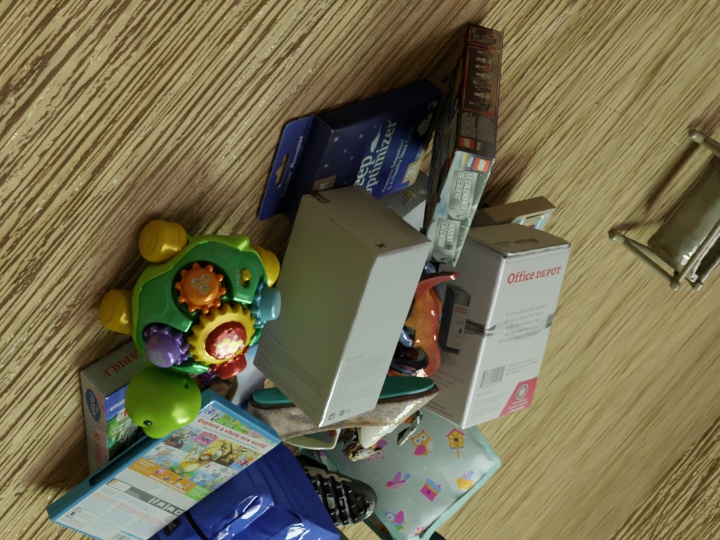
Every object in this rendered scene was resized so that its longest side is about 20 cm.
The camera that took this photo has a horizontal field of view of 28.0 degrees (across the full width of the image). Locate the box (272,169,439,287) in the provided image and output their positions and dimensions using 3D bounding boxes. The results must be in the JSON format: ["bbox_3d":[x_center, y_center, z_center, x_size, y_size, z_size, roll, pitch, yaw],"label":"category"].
[{"bbox_3d":[0.000,0.000,1.521,0.200,0.048,0.159,-38,154,-19],"label":"box"}]

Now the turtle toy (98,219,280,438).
[{"bbox_3d":[-0.147,0.053,1.265,0.145,0.101,0.200,15,116,-43],"label":"turtle toy"}]

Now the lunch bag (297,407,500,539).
[{"bbox_3d":[0.047,0.219,1.727,0.170,0.200,0.122,-39,161,-18],"label":"lunch bag"}]

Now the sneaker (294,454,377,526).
[{"bbox_3d":[-0.059,0.249,1.672,0.090,0.199,0.067,-33,115,-54],"label":"sneaker"}]

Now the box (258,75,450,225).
[{"bbox_3d":[-0.005,-0.110,1.376,0.200,0.032,0.121,-23,145,-40],"label":"box"}]

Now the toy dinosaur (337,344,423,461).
[{"bbox_3d":[0.034,0.119,1.644,0.200,0.136,0.102,-45,154,-6],"label":"toy dinosaur"}]

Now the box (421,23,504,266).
[{"bbox_3d":[0.097,-0.121,1.371,0.200,0.040,0.137,-81,-175,-46],"label":"box"}]

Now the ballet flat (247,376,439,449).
[{"bbox_3d":[-0.016,0.150,1.497,0.068,0.199,0.068,-90,176,-74],"label":"ballet flat"}]

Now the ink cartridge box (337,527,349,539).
[{"bbox_3d":[-0.083,0.396,1.849,0.145,0.145,0.200,-41,155,-17],"label":"ink cartridge box"}]

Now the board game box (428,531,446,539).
[{"bbox_3d":[0.055,0.377,1.775,0.135,0.028,0.200,-49,175,-6],"label":"board game box"}]

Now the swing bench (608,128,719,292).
[{"bbox_3d":[0.495,-0.081,2.092,0.199,0.130,0.200,-55,154,16],"label":"swing bench"}]

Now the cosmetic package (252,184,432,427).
[{"bbox_3d":[-0.020,0.033,1.367,0.081,0.113,0.201,-11,132,-44],"label":"cosmetic package"}]

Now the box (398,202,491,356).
[{"bbox_3d":[0.105,0.019,1.730,0.110,0.035,0.200,-30,150,-32],"label":"box"}]

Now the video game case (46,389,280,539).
[{"bbox_3d":[-0.190,0.200,1.418,0.200,0.018,0.143,-36,147,7],"label":"video game case"}]

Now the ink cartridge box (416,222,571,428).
[{"bbox_3d":[0.142,0.055,1.582,0.145,0.085,0.201,-9,118,-52],"label":"ink cartridge box"}]

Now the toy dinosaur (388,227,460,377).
[{"bbox_3d":[0.048,0.055,1.459,0.105,0.200,0.182,-27,119,-6],"label":"toy dinosaur"}]

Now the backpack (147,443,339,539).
[{"bbox_3d":[-0.158,0.279,1.558,0.200,0.163,0.168,-42,135,9],"label":"backpack"}]

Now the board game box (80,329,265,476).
[{"bbox_3d":[-0.179,0.119,1.420,0.200,0.041,0.200,-33,151,-28],"label":"board game box"}]

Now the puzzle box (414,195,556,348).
[{"bbox_3d":[0.143,0.005,1.699,0.133,0.025,0.200,-14,139,-49],"label":"puzzle box"}]
